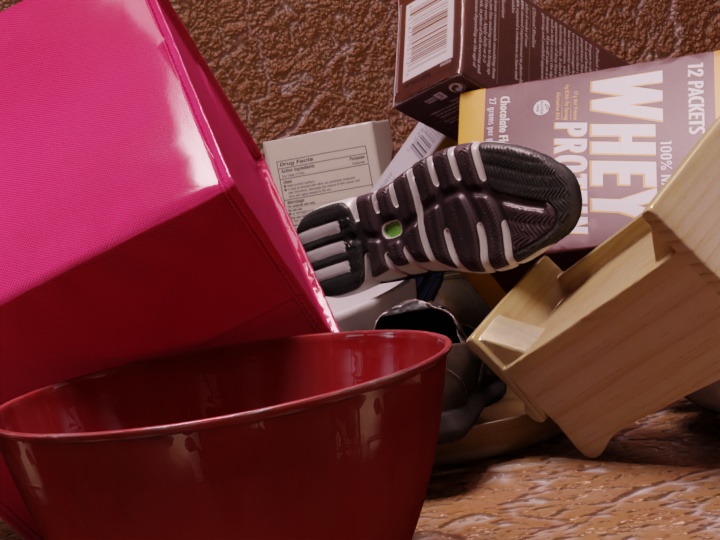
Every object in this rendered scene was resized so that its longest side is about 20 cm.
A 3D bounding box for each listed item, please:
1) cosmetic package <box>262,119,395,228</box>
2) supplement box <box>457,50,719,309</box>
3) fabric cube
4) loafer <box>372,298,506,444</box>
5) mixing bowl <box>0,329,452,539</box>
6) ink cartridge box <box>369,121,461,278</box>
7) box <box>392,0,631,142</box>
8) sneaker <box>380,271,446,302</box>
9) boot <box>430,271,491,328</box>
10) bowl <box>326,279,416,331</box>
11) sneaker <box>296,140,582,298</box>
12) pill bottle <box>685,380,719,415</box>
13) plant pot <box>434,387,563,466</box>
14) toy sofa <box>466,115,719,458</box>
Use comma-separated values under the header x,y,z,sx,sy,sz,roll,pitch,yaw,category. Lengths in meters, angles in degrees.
x,y,z,sx,sy,sz,roll,pitch,yaw,category
-0.011,-0.025,1.382,0.103,0.201,0.087,-8,5,13,cosmetic package
0.192,-0.037,1.103,0.199,0.133,0.197,-7,-26,22,supplement box
-0.144,-0.009,0.835,0.199,0.197,0.200,-28,-40,2,fabric cube
0.044,0.050,0.917,0.073,0.072,0.200,-8,6,7,loafer
-0.052,0.096,0.675,0.199,0.109,0.200,-8,6,1,mixing bowl
0.096,-0.039,1.293,0.200,0.198,0.047,22,20,-36,ink cartridge box
0.118,-0.138,1.173,0.200,0.100,0.075,23,-31,-36,box
0.000,0.000,1.113,0.078,0.076,0.200,24,-39,-22,sneaker
0.058,0.055,1.240,0.199,0.075,0.097,-14,23,-22,boot
-0.071,0.058,1.008,0.199,0.075,0.200,-7,5,24,bowl
0.065,-0.035,0.963,0.199,0.076,0.115,-11,0,37,sneaker
0.227,0.032,0.882,0.109,0.110,0.200,-10,6,-11,pill bottle
0.053,0.092,0.986,0.199,0.028,0.200,-8,6,1,plant pot
0.151,0.015,0.824,0.083,0.098,0.200,-47,1,-33,toy sofa
